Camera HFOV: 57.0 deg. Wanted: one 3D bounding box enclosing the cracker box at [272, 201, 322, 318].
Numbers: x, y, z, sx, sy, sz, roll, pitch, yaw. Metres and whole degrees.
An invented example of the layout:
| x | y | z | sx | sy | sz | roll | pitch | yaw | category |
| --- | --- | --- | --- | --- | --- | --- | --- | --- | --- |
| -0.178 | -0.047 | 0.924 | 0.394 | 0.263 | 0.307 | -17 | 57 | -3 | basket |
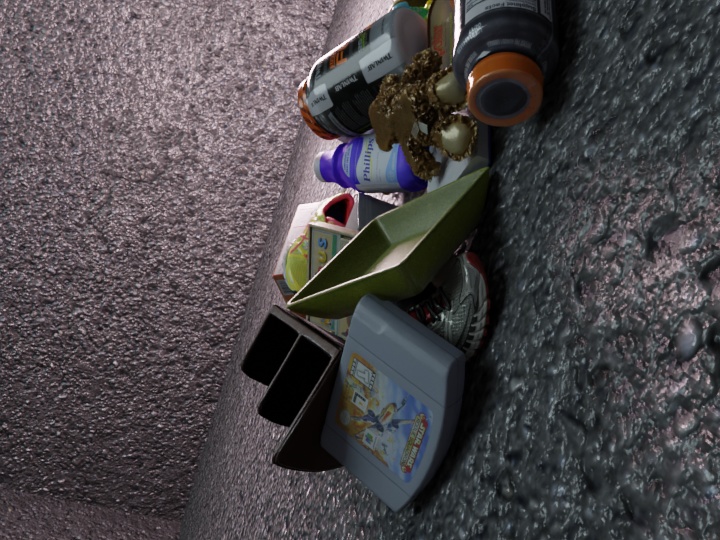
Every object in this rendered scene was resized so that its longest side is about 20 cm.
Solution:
| x | y | z | sx | sy | sz | roll | pitch | yaw | category |
| --- | --- | --- | --- | --- | --- | --- | --- | --- | --- |
| -0.094 | -0.013 | 1.249 | 0.202 | 0.056 | 0.136 | -75 | -28 | -45 | cracker box |

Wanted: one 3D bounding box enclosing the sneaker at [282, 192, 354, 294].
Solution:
| x | y | z | sx | sy | sz | roll | pitch | yaw | category |
| --- | --- | --- | --- | --- | --- | --- | --- | --- | --- |
| -0.064 | -0.050 | 1.081 | 0.090 | 0.077 | 0.203 | -30 | 35 | 55 | sneaker |

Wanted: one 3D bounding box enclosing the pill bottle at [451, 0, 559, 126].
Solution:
| x | y | z | sx | sy | sz | roll | pitch | yaw | category |
| --- | --- | --- | --- | --- | --- | --- | --- | --- | --- |
| 0.144 | -0.242 | 0.664 | 0.106 | 0.104 | 0.204 | 128 | 154 | -56 | pill bottle |

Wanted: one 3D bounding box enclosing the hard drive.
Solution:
| x | y | z | sx | sy | sz | roll | pitch | yaw | category |
| --- | --- | --- | --- | --- | --- | --- | --- | --- | --- |
| 0.123 | -0.176 | 0.836 | 0.132 | 0.025 | 0.204 | 125 | 156 | -53 | hard drive |

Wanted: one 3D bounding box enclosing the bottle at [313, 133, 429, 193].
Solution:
| x | y | z | sx | sy | sz | roll | pitch | yaw | category |
| --- | --- | --- | --- | --- | --- | --- | --- | --- | --- |
| 0.015 | -0.156 | 0.967 | 0.197 | 0.065 | 0.086 | 5 | 87 | 42 | bottle |

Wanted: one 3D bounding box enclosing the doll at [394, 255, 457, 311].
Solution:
| x | y | z | sx | sy | sz | roll | pitch | yaw | category |
| --- | --- | --- | --- | --- | --- | --- | --- | --- | --- |
| 0.063 | 0.032 | 0.795 | 0.200 | 0.048 | 0.139 | 130 | 155 | -59 | doll |

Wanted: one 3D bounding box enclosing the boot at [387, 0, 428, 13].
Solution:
| x | y | z | sx | sy | sz | roll | pitch | yaw | category |
| --- | --- | --- | --- | --- | --- | --- | --- | --- | --- |
| 0.107 | -0.532 | 1.186 | 0.200 | 0.071 | 0.158 | 130 | 152 | -55 | boot |

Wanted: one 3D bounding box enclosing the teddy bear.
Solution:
| x | y | z | sx | sy | sz | roll | pitch | yaw | category |
| --- | --- | --- | --- | --- | --- | --- | --- | --- | --- |
| 0.081 | -0.185 | 0.784 | 0.148 | 0.066 | 0.199 | 69 | 159 | -2 | teddy bear |

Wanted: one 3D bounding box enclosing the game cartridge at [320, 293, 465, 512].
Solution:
| x | y | z | sx | sy | sz | roll | pitch | yaw | category |
| --- | --- | --- | --- | --- | --- | --- | --- | --- | --- |
| 0.030 | 0.140 | 0.660 | 0.132 | 0.041 | 0.203 | 36 | 126 | 32 | game cartridge |

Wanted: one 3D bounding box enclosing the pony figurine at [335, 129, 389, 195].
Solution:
| x | y | z | sx | sy | sz | roll | pitch | yaw | category |
| --- | --- | --- | --- | --- | --- | --- | --- | --- | --- |
| 0.016 | -0.216 | 1.090 | 0.199 | 0.163 | 0.198 | 18 | 104 | 60 | pony figurine |

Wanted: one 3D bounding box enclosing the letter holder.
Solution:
| x | y | z | sx | sy | sz | roll | pitch | yaw | category |
| --- | --- | --- | --- | --- | --- | --- | --- | --- | --- |
| -0.057 | 0.146 | 0.771 | 0.144 | 0.100 | 0.200 | -59 | -26 | -4 | letter holder |

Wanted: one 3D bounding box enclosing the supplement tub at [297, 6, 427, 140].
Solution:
| x | y | z | sx | sy | sz | roll | pitch | yaw | category |
| --- | --- | --- | --- | --- | --- | --- | --- | --- | --- |
| 0.010 | -0.267 | 0.935 | 0.198 | 0.122 | 0.125 | -20 | 49 | 38 | supplement tub |

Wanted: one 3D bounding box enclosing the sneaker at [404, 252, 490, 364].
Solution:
| x | y | z | sx | sy | sz | roll | pitch | yaw | category |
| --- | --- | --- | --- | --- | --- | --- | --- | --- | --- |
| 0.068 | 0.068 | 0.671 | 0.078 | 0.081 | 0.203 | -96 | 26 | -58 | sneaker |

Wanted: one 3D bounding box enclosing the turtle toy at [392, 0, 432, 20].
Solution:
| x | y | z | sx | sy | sz | roll | pitch | yaw | category |
| --- | --- | --- | --- | --- | --- | --- | --- | --- | --- |
| 0.074 | -0.350 | 1.058 | 0.202 | 0.099 | 0.147 | -92 | 23 | -51 | turtle toy |

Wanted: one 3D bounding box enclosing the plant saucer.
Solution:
| x | y | z | sx | sy | sz | roll | pitch | yaw | category |
| --- | --- | --- | --- | --- | --- | --- | --- | --- | --- |
| 0.039 | -0.018 | 0.730 | 0.198 | 0.048 | 0.200 | -20 | 19 | 48 | plant saucer |

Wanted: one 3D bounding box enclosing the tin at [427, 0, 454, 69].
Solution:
| x | y | z | sx | sy | sz | roll | pitch | yaw | category |
| --- | --- | --- | --- | --- | --- | --- | --- | --- | --- |
| 0.135 | -0.309 | 0.828 | 0.111 | 0.042 | 0.203 | -23 | 46 | 33 | tin |

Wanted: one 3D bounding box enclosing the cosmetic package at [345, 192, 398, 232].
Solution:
| x | y | z | sx | sy | sz | roll | pitch | yaw | category |
| --- | --- | --- | --- | --- | --- | --- | --- | --- | --- |
| 0.000 | 0.000 | 1.004 | 0.108 | 0.088 | 0.203 | -92 | 19 | -59 | cosmetic package |

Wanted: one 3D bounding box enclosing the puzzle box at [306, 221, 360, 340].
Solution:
| x | y | z | sx | sy | sz | roll | pitch | yaw | category |
| --- | --- | --- | --- | --- | --- | --- | --- | --- | --- |
| -0.026 | 0.041 | 0.933 | 0.132 | 0.025 | 0.205 | 15 | 109 | 43 | puzzle box |
